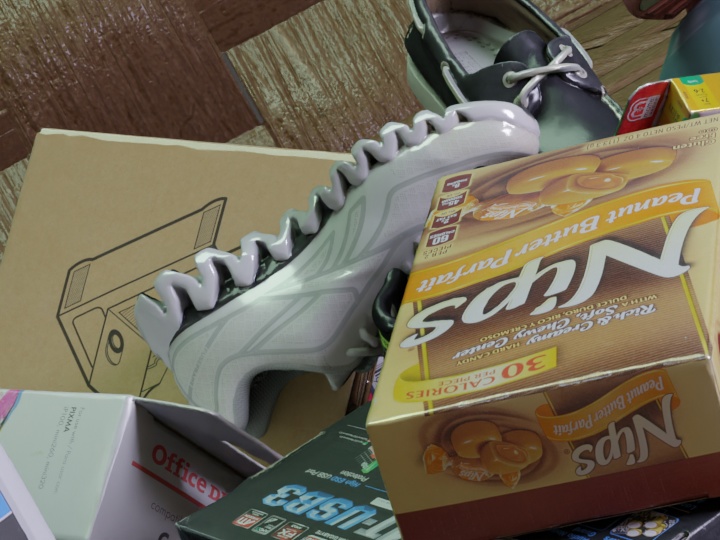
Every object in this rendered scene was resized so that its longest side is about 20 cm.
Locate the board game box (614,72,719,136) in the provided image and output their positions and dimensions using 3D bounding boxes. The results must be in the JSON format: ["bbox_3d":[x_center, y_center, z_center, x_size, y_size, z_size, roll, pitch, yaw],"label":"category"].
[{"bbox_3d":[0.194,-0.052,1.267,0.200,0.030,0.096,-7,-41,-24],"label":"board game box"}]

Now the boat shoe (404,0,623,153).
[{"bbox_3d":[0.077,-0.085,1.341,0.074,0.060,0.200,-16,34,-14],"label":"boat shoe"}]

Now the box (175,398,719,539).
[{"bbox_3d":[0.071,0.076,1.000,0.198,0.050,0.200,-33,25,-30],"label":"box"}]

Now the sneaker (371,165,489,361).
[{"bbox_3d":[0.035,0.041,1.204,0.071,0.083,0.200,-101,33,-63],"label":"sneaker"}]

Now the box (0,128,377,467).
[{"bbox_3d":[-0.080,0.020,1.316,0.200,0.164,0.021,6,-18,27],"label":"box"}]

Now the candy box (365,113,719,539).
[{"bbox_3d":[0.076,0.017,0.998,0.115,0.055,0.200,-13,22,15],"label":"candy box"}]

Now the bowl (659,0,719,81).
[{"bbox_3d":[0.224,-0.097,1.399,0.201,0.105,0.201,-30,-11,-7],"label":"bowl"}]

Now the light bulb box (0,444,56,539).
[{"bbox_3d":[-0.197,0.158,1.037,0.198,0.200,0.125,-22,10,41],"label":"light bulb box"}]

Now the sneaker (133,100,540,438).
[{"bbox_3d":[0.000,0.000,1.237,0.200,0.081,0.075,-35,-24,18],"label":"sneaker"}]

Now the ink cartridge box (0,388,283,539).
[{"bbox_3d":[-0.114,0.102,1.217,0.200,0.116,0.068,0,65,39],"label":"ink cartridge box"}]

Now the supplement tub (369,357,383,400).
[{"bbox_3d":[0.035,0.017,1.391,0.200,0.140,0.140,-31,7,-16],"label":"supplement tub"}]

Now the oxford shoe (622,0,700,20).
[{"bbox_3d":[0.167,-0.166,1.417,0.071,0.074,0.200,-37,-14,19],"label":"oxford shoe"}]
